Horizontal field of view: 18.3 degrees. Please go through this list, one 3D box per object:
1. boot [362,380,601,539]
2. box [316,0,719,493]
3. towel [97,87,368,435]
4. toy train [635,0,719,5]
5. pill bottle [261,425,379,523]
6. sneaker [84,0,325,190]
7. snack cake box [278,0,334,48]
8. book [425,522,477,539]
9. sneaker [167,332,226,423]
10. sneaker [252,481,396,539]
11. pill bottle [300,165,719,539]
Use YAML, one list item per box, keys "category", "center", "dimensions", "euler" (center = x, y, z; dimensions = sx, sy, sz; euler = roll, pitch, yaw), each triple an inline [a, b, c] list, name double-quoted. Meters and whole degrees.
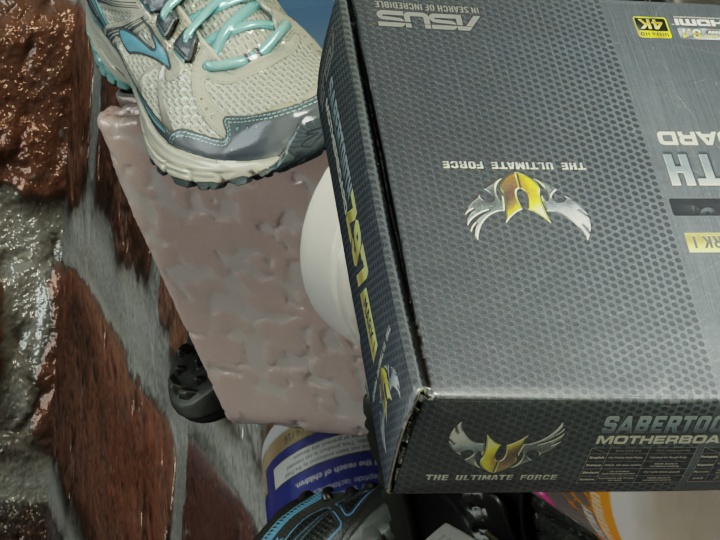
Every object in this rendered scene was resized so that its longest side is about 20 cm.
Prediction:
- category: "boot"
  center: [0.088, 0.125, 0.915]
  dimensions: [0.158, 0.079, 0.212]
  euler: [23, 147, 43]
- category: "box"
  center: [0.095, -0.011, 0.659]
  dimensions: [0.051, 0.199, 0.158]
  euler: [105, 162, -48]
- category: "towel"
  center: [0.000, 0.000, 0.967]
  dimensions: [0.032, 0.199, 0.192]
  euler: [-57, -42, -40]
- category: "toy train"
  center: [0.111, -0.078, 0.855]
  dimensions: [0.200, 0.085, 0.114]
  euler: [128, 132, -67]
- category: "pill bottle"
  center: [0.015, 0.168, 1.116]
  dimensions: [0.116, 0.115, 0.201]
  euler: [113, 155, -54]
- category: "sneaker"
  center: [-0.069, -0.100, 0.888]
  dimensions: [0.200, 0.077, 0.087]
  euler: [40, 150, 52]
- category: "snack cake box"
  center: [0.035, -0.135, 1.077]
  dimensions: [0.200, 0.114, 0.068]
  euler: [-160, 73, -75]
- category: "book"
  center: [0.050, 0.177, 0.792]
  dimensions: [0.200, 0.133, 0.048]
  euler: [28, 147, 46]
- category: "sneaker"
  center: [-0.006, 0.027, 1.130]
  dimensions: [0.066, 0.200, 0.091]
  euler: [24, 147, 49]
- category: "sneaker"
  center: [0.002, 0.121, 1.034]
  dimensions: [0.073, 0.199, 0.082]
  euler: [60, 179, -42]
- category: "pill bottle"
  center: [0.073, 0.018, 0.783]
  dimensions: [0.200, 0.116, 0.117]
  euler: [30, 120, 46]
